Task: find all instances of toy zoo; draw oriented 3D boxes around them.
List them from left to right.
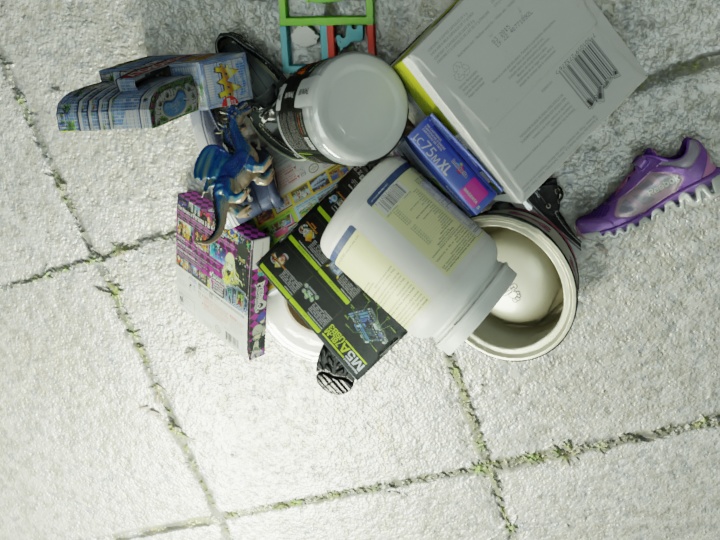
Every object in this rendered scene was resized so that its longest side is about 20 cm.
[{"bbox_3d":[-0.041,-0.273,1.115,0.128,0.021,0.204,2,113,11],"label":"toy zoo"}]

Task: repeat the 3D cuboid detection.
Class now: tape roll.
[{"bbox_3d":[-0.055,0.030,1.220,0.198,0.071,0.207,4,114,10],"label":"tape roll"}]

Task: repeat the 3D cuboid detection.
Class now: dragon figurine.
[{"bbox_3d":[-0.174,-0.119,1.054,0.098,0.202,0.059,26,160,11],"label":"dragon figurine"}]

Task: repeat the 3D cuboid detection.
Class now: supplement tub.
[{"bbox_3d":[-0.031,-0.189,0.994,0.120,0.199,0.126,-3,99,-20],"label":"supplement tub"},{"bbox_3d":[0.067,-0.016,0.962,0.199,0.145,0.146,42,115,4],"label":"supplement tub"}]

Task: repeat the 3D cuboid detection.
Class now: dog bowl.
[{"bbox_3d":[0.193,0.010,1.080,0.197,0.074,0.204,14,119,27],"label":"dog bowl"}]

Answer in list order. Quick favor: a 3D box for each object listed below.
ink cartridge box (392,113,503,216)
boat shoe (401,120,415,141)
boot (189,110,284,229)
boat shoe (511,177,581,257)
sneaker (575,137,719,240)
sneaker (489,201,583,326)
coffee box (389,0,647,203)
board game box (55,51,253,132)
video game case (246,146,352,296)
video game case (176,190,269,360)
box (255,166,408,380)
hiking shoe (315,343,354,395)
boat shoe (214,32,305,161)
[{"bbox_3d":[0.097,-0.117,0.984,0.042,0.200,0.120,-43,94,-4],"label":"ink cartridge box"},{"bbox_3d":[0.105,-0.143,1.111,0.072,0.072,0.201,-35,102,21],"label":"boat shoe"},{"bbox_3d":[-0.169,-0.159,1.137,0.089,0.073,0.203,-20,72,1],"label":"boot"},{"bbox_3d":[0.233,-0.102,1.109,0.200,0.070,0.066,44,99,-4],"label":"boat shoe"},{"bbox_3d":[0.364,-0.107,1.074,0.197,0.081,0.090,-25,99,15],"label":"sneaker"},{"bbox_3d":[0.238,-0.009,1.151,0.079,0.070,0.203,-28,100,-5],"label":"sneaker"},{"bbox_3d":[0.163,-0.223,0.965,0.199,0.198,0.200,-43,101,-2],"label":"coffee box"},{"bbox_3d":[-0.248,-0.231,1.057,0.196,0.200,0.063,1,114,25],"label":"board game box"},{"bbox_3d":[-0.083,-0.090,1.141,0.198,0.023,0.185,-28,80,21],"label":"video game case"},{"bbox_3d":[-0.202,0.004,1.198,0.199,0.035,0.185,29,123,42],"label":"video game case"},{"bbox_3d":[0.000,0.000,1.063,0.193,0.047,0.200,-44,85,5],"label":"box"},{"bbox_3d":[-0.012,0.062,1.139,0.074,0.101,0.204,18,96,7],"label":"hiking shoe"},{"bbox_3d":[-0.127,-0.232,1.097,0.074,0.066,0.202,-31,85,3],"label":"boat shoe"}]
